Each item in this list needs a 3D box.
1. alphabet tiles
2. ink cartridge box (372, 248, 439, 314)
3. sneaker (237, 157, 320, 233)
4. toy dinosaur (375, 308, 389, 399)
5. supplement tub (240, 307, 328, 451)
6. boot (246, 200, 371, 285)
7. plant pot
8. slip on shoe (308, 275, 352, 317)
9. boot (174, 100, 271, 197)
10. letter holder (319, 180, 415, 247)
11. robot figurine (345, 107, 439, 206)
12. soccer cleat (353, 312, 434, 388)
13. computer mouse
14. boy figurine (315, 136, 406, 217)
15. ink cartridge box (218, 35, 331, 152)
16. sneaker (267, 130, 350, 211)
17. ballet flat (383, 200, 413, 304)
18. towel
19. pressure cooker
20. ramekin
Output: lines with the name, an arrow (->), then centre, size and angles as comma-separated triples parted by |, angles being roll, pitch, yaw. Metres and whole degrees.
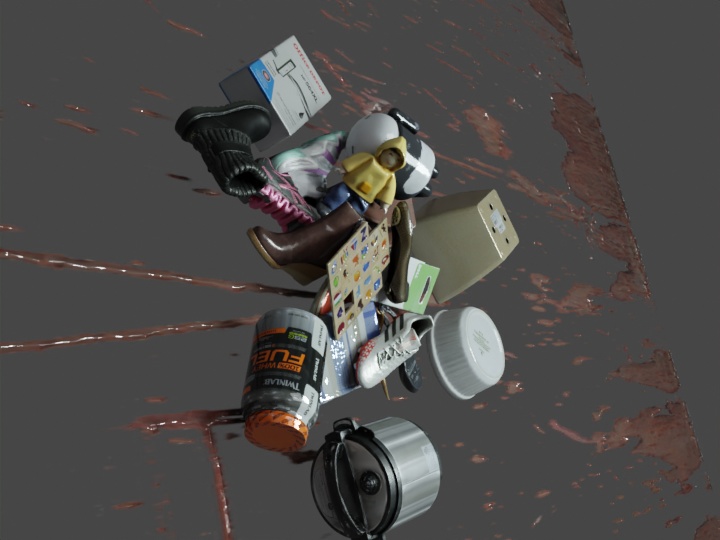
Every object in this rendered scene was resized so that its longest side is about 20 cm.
alphabet tiles -> 0.000, 0.000, 1.601 | 0.200, 0.007, 0.169 | -49, 145, -42
ink cartridge box -> 0.066, 0.016, 1.809 | 0.199, 0.059, 0.105 | 18, 93, -50
sneaker -> -0.127, -0.127, 1.618 | 0.200, 0.078, 0.096 | 39, 48, -35
toy dinosaur -> 0.010, 0.134, 1.720 | 0.200, 0.060, 0.106 | 51, 62, -21
supplement tub -> -0.119, 0.170, 1.425 | 0.122, 0.122, 0.202 | 40, 41, -37
boot -> -0.087, -0.067, 1.565 | 0.200, 0.166, 0.073 | 37, 14, -52
plant pot -> 0.239, -0.073, 2.055 | 0.202, 0.176, 0.200 | 63, 32, -8
slip on shoe -> -0.033, 0.034, 1.651 | 0.061, 0.074, 0.200 | 35, 47, 8
boot -> -0.194, -0.201, 1.525 | 0.158, 0.080, 0.210 | 46, 37, 20
letter holder -> 0.020, -0.089, 1.811 | 0.199, 0.100, 0.144 | 8, 67, -54
robot figurine -> 0.060, -0.213, 1.739 | 0.199, 0.124, 0.151 | 32, 34, -37
soccer cleat -> 0.061, 0.139, 1.642 | 0.200, 0.085, 0.069 | -43, 116, -44
computer mouse -> 0.070, 0.153, 1.783 | 0.202, 0.034, 0.059 | 67, 29, -17
boy figurine -> 0.015, -0.157, 1.642 | 0.124, 0.200, 0.065 | 45, 17, -13
ink cartridge box -> -0.155, -0.334, 1.706 | 0.147, 0.084, 0.200 | 57, 34, -16
sneaker -> -0.079, -0.174, 1.718 | 0.199, 0.077, 0.141 | -28, 101, -33
ballet flat -> 0.068, -0.031, 1.708 | 0.067, 0.046, 0.202 | -115, -155, -65
towel -> -0.030, 0.143, 1.619 | 0.199, 0.024, 0.149 | -16, 96, -49
pressure cooker -> 0.017, 0.333, 1.472 | 0.175, 0.180, 0.199 | 35, 22, 29
ramekin -> 0.233, 0.172, 1.976 | 0.202, 0.094, 0.204 | 33, 47, -43
